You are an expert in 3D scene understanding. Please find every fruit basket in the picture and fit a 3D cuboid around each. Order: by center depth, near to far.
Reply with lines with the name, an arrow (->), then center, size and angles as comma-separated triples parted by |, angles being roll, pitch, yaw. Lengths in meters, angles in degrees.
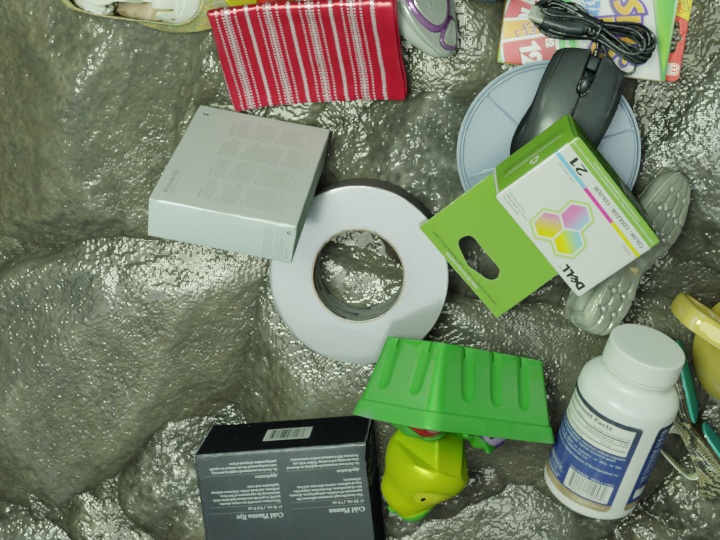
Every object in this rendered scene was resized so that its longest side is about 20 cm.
fruit basket -> 0.093, 0.182, 1.257 | 0.215, 0.155, 0.217 | -2, 93, -39

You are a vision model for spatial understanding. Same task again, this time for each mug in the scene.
mug -> 0.428, 0.107, 1.240 | 0.185, 0.153, 0.150 | 2, 103, 5

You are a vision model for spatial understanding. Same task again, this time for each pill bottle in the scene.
pill bottle -> 0.280, 0.163, 1.261 | 0.110, 0.111, 0.201 | 15, 120, 1

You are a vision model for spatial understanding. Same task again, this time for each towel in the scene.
towel -> -0.053, -0.228, 1.228 | 0.199, 0.023, 0.145 | -3, 144, 4

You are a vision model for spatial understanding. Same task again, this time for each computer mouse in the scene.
computer mouse -> 0.217, -0.174, 1.210 | 0.138, 0.053, 0.201 | 18, 105, 0

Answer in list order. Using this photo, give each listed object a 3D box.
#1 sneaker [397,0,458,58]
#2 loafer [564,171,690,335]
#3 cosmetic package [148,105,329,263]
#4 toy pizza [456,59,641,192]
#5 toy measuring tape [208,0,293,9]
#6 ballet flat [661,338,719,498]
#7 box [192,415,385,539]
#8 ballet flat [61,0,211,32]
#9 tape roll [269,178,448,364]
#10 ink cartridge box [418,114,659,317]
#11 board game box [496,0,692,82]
sneaker -> 0.023, -0.300, 1.233 | 0.200, 0.099, 0.075 | 43, 58, -14
loafer -> 0.289, -0.024, 1.266 | 0.070, 0.070, 0.200 | 37, 86, -31
cosmetic package -> -0.124, -0.096, 1.218 | 0.150, 0.200, 0.052 | 13, 127, 1
toy pizza -> 0.205, -0.130, 1.267 | 0.199, 0.032, 0.201 | 1, 104, 5
toy measuring tape -> -0.129, -0.302, 1.221 | 0.073, 0.074, 0.200 | -39, 125, 11
ballet flat -> 0.364, 0.176, 1.309 | 0.075, 0.068, 0.201 | -23, 102, 25
box -> -0.078, 0.275, 1.342 | 0.199, 0.104, 0.183 | -4, 101, 6
ballet flat -> -0.234, -0.296, 1.252 | 0.199, 0.071, 0.071 | 8, 103, 3
tape roll -> 0.000, 0.000, 1.296 | 0.199, 0.066, 0.202 | 1, 101, 4
ink cartridge box -> 0.182, -0.038, 1.198 | 0.200, 0.076, 0.148 | -37, 109, 18
board game box -> 0.252, -0.260, 1.241 | 0.199, 0.030, 0.096 | 7, 104, 1
